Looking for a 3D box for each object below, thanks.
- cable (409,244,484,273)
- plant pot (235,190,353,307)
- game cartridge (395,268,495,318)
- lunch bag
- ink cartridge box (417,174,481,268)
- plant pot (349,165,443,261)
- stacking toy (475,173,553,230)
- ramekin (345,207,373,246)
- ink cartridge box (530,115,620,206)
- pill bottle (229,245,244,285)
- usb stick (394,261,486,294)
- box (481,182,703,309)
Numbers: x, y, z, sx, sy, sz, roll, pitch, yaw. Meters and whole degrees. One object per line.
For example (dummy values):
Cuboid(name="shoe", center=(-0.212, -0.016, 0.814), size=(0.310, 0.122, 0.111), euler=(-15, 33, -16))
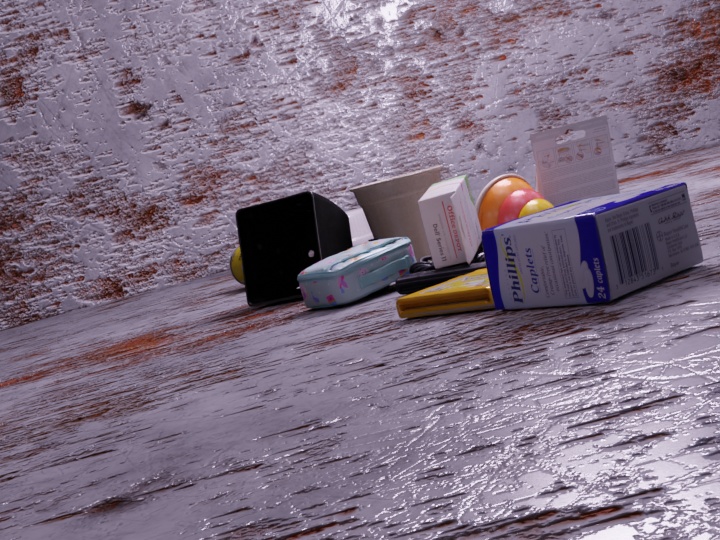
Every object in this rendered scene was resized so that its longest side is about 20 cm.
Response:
Cuboid(name="cable", center=(0.177, -0.013, 1.828), size=(0.198, 0.051, 0.163), euler=(-15, 12, 17))
Cuboid(name="plant pot", center=(-0.117, -0.041, 2.198), size=(0.198, 0.202, 0.177), euler=(-11, -6, 31))
Cuboid(name="game cartridge", center=(0.175, 0.021, 1.498), size=(0.175, 0.033, 0.199), euler=(-9, 8, 45))
Cuboid(name="lunch bag", center=(0.000, 0.000, 1.895), size=(0.199, 0.078, 0.160), euler=(-25, 8, -34))
Cuboid(name="ink cartridge box", center=(0.145, -0.077, 1.741), size=(0.066, 0.119, 0.200), euler=(-13, 10, 15))
Cuboid(name="plant pot", center=(0.093, -0.102, 2.201), size=(0.198, 0.186, 0.200), euler=(-14, 5, 1))
Cuboid(name="stacking toy", center=(0.313, -0.086, 1.948), size=(0.145, 0.148, 0.199), euler=(-17, 25, -27))
Cuboid(name="ramekin", center=(-0.052, -0.127, 3.338), size=(0.198, 0.106, 0.200), euler=(-14, 5, 1))
Cuboid(name="ink cartridge box", center=(0.410, -0.180, 2.050), size=(0.161, 0.203, 0.057), euler=(-14, 7, -7))
Cuboid(name="pill bottle", center=(-0.246, -0.019, 2.687), size=(0.110, 0.113, 0.199), euler=(-17, 6, -29))
Cuboid(name="usb stick", center=(0.141, 0.011, 1.704), size=(0.198, 0.033, 0.055), euler=(-10, 0, 41))
Cuboid(name="box", center=(0.283, -0.029, 1.324), size=(0.182, 0.106, 0.199), euler=(-17, 5, -36))
